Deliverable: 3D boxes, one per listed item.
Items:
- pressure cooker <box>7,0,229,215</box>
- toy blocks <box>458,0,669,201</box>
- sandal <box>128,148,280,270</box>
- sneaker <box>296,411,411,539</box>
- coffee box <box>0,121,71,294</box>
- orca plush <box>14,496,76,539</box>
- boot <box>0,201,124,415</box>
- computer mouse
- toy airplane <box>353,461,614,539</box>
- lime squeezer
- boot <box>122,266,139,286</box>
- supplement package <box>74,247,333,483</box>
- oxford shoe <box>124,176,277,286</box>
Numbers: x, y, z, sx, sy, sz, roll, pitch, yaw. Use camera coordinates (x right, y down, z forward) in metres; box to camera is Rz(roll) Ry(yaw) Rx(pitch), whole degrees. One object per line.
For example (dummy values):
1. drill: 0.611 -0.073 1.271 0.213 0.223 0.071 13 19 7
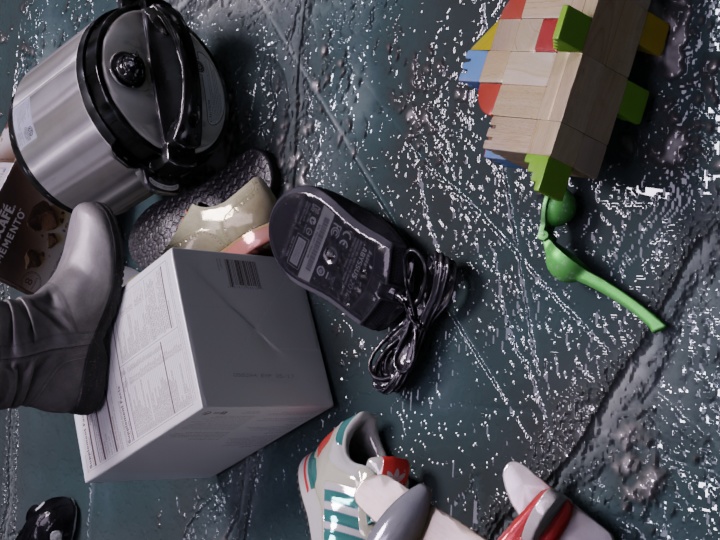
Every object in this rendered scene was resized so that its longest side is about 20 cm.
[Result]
1. pressure cooker: -0.227 -0.158 1.311 0.199 0.179 0.176 -26 111 39
2. toy blocks: 0.134 -0.153 0.994 0.136 0.099 0.202 14 86 55
3. sandal: -0.151 -0.053 1.335 0.199 0.045 0.076 -29 72 26
4. sneaker: 0.008 0.204 1.108 0.094 0.070 0.201 -52 37 27
5. coffee box: -0.344 -0.081 1.430 0.079 0.113 0.202 13 74 53
6. orca plush: -0.399 0.331 1.545 0.200 0.071 0.106 -38 62 38
7. boot: -0.285 0.030 1.185 0.069 0.131 0.203 -5 79 49
8. computer mouse: 0.000 0.000 1.165 0.200 0.052 0.140 40 117 28
9. toy airplane: 0.093 0.241 0.980 0.198 0.141 0.202 -13 87 31
10. lime squeezer: 0.162 -0.038 1.000 0.070 0.037 0.202 -32 64 40
11. boot: -0.293 0.041 1.461 0.199 0.073 0.097 19 108 54
12. supplement package: -0.156 0.093 1.245 0.199 0.151 0.152 -33 63 40
13. oxford shoe: -0.153 -0.023 1.284 0.199 0.071 0.075 -25 79 23
